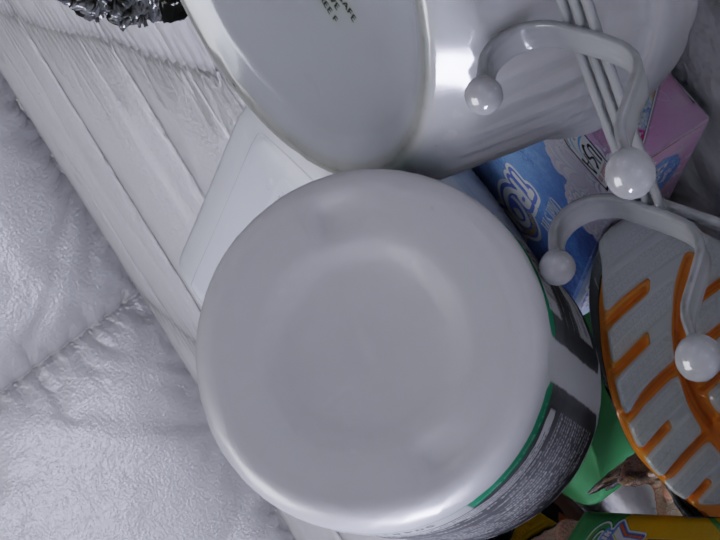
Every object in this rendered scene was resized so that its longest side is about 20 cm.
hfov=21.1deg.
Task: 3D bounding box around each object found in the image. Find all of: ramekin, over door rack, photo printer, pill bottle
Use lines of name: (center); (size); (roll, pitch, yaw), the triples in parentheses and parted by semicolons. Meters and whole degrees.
ramekin: (0.008, -0.120, 0.629); (0.202, 0.094, 0.203); (42, 149, 33)
over door rack: (0.103, -0.039, 0.485); (0.199, 0.067, 0.148); (12, 140, 41)
photo printer: (0.000, 0.000, 0.873); (0.167, 0.069, 0.200); (49, 152, 10)
pill bottle: (0.024, 0.038, 0.673); (0.113, 0.113, 0.200); (52, -175, 16)

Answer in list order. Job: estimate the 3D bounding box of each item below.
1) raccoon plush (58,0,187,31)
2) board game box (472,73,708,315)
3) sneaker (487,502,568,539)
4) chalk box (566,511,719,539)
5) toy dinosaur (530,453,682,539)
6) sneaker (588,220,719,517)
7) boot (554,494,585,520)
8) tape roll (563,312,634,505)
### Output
raccoon plush: (-0.135, -0.233, 1.091); (0.201, 0.096, 0.135); (-110, 31, -49)
board game box: (0.049, -0.090, 0.793); (0.199, 0.043, 0.200); (52, 168, 14)
sneaker: (0.055, 0.119, 1.042); (0.200, 0.070, 0.090); (47, 173, -35)
chalk box: (0.124, 0.176, 0.731); (0.124, 0.124, 0.200); (44, 158, -19)
toy dinosaur: (0.111, 0.140, 0.895); (0.086, 0.137, 0.199); (28, 145, -35)
sneaker: (0.140, 0.062, 0.763); (0.201, 0.078, 0.077); (60, 173, -22)
boot: (0.085, 0.113, 1.171); (0.200, 0.064, 0.187); (49, 174, 34)
tape roll: (0.078, 0.025, 0.986); (0.201, 0.048, 0.201); (53, 168, 16)
